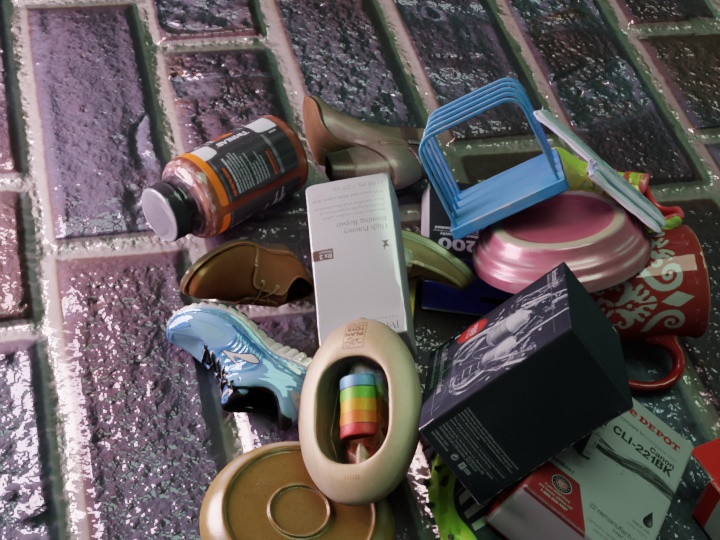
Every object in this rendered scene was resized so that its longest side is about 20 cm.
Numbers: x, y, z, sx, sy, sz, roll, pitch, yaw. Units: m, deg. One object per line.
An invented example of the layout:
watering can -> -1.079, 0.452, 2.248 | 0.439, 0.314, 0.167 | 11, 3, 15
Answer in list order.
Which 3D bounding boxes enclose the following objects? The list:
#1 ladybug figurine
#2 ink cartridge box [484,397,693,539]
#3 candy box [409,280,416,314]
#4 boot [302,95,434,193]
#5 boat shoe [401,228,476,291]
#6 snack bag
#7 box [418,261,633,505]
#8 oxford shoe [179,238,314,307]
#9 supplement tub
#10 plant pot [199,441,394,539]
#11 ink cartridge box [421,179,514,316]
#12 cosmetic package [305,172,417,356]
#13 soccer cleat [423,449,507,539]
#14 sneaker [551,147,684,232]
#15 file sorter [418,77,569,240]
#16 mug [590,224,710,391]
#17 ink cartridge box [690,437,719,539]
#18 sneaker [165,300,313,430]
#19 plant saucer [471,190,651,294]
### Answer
ladybug figurine -> 0.006, 0.146, 1.358 | 0.135, 0.072, 0.200 | -8, 66, 25
ink cartridge box -> 0.237, 0.216, 1.354 | 0.144, 0.084, 0.200 | 38, 44, 1
candy box -> 0.010, 0.058, 1.542 | 0.102, 0.026, 0.200 | 7, 45, 1
boot -> 0.015, -0.169, 1.727 | 0.146, 0.070, 0.200 | -6, 44, -15
boat shoe -> 0.038, -0.013, 1.556 | 0.200, 0.074, 0.066 | 24, 76, 23
snack bag -> 0.275, -0.118, 1.540 | 0.200, 0.021, 0.189 | 43, 12, 4
box -> 0.164, 0.108, 1.336 | 0.104, 0.182, 0.200 | 52, 16, -11
oxford shoe -> -0.121, 0.011, 1.493 | 0.071, 0.071, 0.200 | 44, 27, 25
supplement tub -> -0.167, -0.108, 1.616 | 0.200, 0.107, 0.107 | -31, 58, -33
plant pot -> -0.063, 0.249, 1.345 | 0.200, 0.028, 0.200 | 4, 46, -4
ink cartridge box -> 0.175, -0.025, 1.639 | 0.198, 0.043, 0.200 | 7, 46, -4
cosmetic package -> 0.000, 0.000, 1.476 | 0.101, 0.074, 0.200 | -11, 62, 7
soccer cleat -> 0.114, 0.249, 1.358 | 0.081, 0.068, 0.200 | 21, 39, -21
sneaker -> 0.321, -0.101, 1.668 | 0.200, 0.090, 0.078 | 36, 36, -1
file sorter -> 0.150, -0.138, 1.539 | 0.139, 0.123, 0.200 | -24, 11, 11
mug -> 0.290, 0.041, 1.525 | 0.199, 0.134, 0.178 | -6, 54, -4
ink cartridge box -> 0.434, 0.264, 1.386 | 0.116, 0.067, 0.200 | -15, 51, -23
sneaker -> -0.134, 0.105, 1.439 | 0.200, 0.078, 0.090 | 27, 54, 19
plant saucer -> 0.223, -0.037, 1.489 | 0.200, 0.051, 0.201 | -8, 27, 4
